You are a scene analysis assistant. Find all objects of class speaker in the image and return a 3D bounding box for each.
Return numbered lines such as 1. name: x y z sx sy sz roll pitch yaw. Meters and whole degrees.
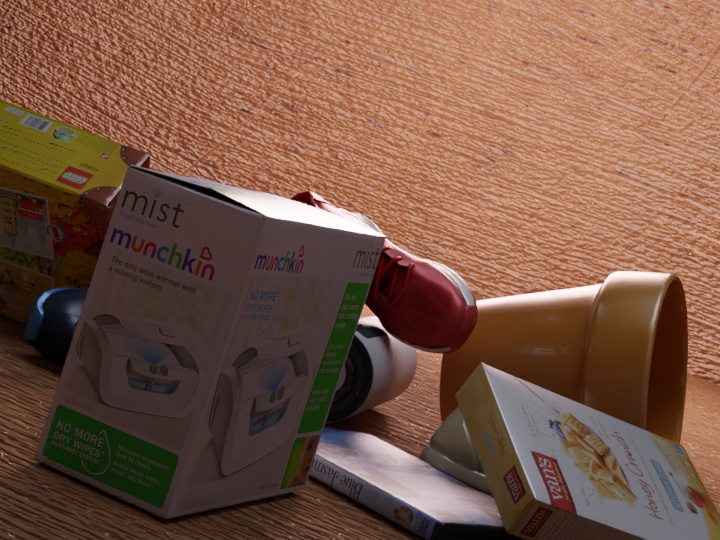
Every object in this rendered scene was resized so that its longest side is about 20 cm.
1. speaker: -0.007 0.081 1.448 0.081 0.082 0.200 20 4 12

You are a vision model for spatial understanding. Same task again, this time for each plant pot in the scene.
1. plant pot: 0.171 0.096 1.455 0.183 0.201 0.200 4 -1 20

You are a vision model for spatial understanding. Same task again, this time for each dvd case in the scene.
1. dvd case: 0.027 0.148 1.185 0.200 0.018 0.142 22 5 42

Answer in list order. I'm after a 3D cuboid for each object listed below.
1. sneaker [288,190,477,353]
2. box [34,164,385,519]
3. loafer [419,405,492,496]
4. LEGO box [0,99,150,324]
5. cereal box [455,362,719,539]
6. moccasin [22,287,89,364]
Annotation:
1. sneaker: 0.000 0.000 1.421 0.200 0.079 0.115 31 6 42
2. box: -0.083 0.040 1.014 0.096 0.177 0.200 21 4 20
3. loafer: 0.146 0.154 1.294 0.199 0.069 0.076 19 5 0
4. LEGO box: -0.271 -0.045 1.326 0.199 0.149 0.077 20 40 11
5. cereal box: 0.169 0.151 1.204 0.199 0.040 0.144 23 28 -29
6. moccasin: -0.168 0.050 1.284 0.068 0.081 0.200 27 22 26
